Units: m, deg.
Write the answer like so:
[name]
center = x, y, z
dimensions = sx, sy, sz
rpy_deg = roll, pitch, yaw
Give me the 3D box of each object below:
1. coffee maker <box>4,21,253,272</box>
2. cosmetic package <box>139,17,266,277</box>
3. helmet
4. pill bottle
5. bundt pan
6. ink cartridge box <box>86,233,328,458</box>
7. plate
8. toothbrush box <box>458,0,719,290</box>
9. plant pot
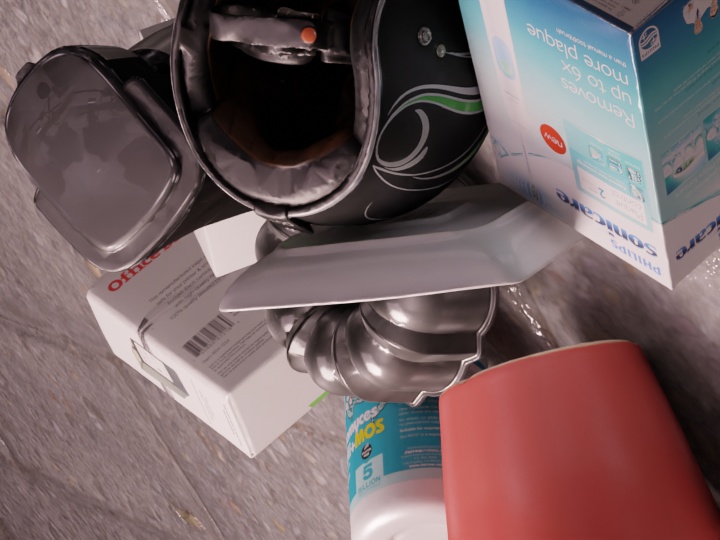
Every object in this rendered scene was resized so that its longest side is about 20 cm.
[coffee maker]
center = -0.102, -0.079, 1.550
dimensions = 0.192, 0.200, 0.135
rpy_deg = 25, 114, 16
[cosmetic package]
center = -0.087, -0.100, 1.773
dimensions = 0.200, 0.107, 0.085
rpy_deg = 78, 168, -51
[helmet]
center = -0.003, -0.129, 1.445
dimensions = 0.199, 0.191, 0.201
rpy_deg = 10, 111, 28
[pill bottle]
center = 0.044, 0.117, 1.781
dimensions = 0.111, 0.110, 0.201
rpy_deg = 82, -176, -53
[bundt pan]
center = 0.000, 0.000, 1.690
dimensions = 0.201, 0.076, 0.203
rpy_deg = 8, 101, 43
[ink cartridge box]
center = -0.110, 0.043, 2.024
dimensions = 0.200, 0.145, 0.084
rpy_deg = 33, 154, 40
[plate]
center = 0.038, -0.021, 1.471
dimensions = 0.199, 0.199, 0.032
rpy_deg = -6, 102, 26
[toothbrush box]
center = 0.138, -0.110, 1.349
dimensions = 0.146, 0.085, 0.200
rpy_deg = 35, 155, 37
[plant pot]
center = 0.141, 0.151, 1.606
dimensions = 0.200, 0.200, 0.178
rpy_deg = 128, 130, -69
